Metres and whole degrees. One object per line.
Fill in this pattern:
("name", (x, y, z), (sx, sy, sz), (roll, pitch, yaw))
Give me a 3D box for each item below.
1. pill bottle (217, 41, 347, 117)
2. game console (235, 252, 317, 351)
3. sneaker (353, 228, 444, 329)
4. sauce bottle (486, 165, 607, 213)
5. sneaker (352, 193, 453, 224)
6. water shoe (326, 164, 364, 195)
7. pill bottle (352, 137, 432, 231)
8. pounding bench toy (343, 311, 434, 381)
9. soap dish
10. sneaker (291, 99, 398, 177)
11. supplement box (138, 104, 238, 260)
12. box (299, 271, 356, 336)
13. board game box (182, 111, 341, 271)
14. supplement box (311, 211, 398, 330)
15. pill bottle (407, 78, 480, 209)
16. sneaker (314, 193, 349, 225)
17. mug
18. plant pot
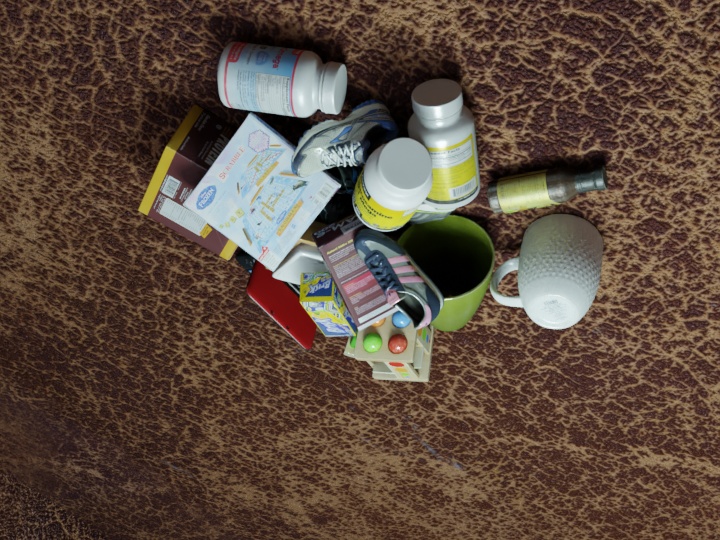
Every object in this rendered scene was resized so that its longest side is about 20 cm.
("pill bottle", (-0.128, -0.314, 1.395), (0.199, 0.109, 0.109), (9, 137, 11))
("game console", (-0.186, 0.065, 1.769), (0.200, 0.119, 0.172), (47, 153, -26))
("sneaker", (0.057, 0.015, 1.435), (0.200, 0.082, 0.070), (43, 132, -3))
("sauce bottle", (0.319, -0.141, 1.436), (0.199, 0.065, 0.065), (-7, 131, 29))
("sneaker", (0.081, -0.117, 1.519), (0.199, 0.074, 0.081), (5, 147, -12))
("water shoe", (-0.026, -0.162, 1.534), (0.200, 0.079, 0.071), (37, 136, -18))
("pill bottle", (0.054, -0.141, 1.364), (0.112, 0.113, 0.200), (22, 165, -3))
("pounding bench toy", (0.037, 0.146, 1.762), (0.199, 0.125, 0.156), (0, 156, 21))
("soap dish", (-0.062, -0.025, 1.619), (0.199, 0.082, 0.157), (14, 154, -25))
("sneaker", (-0.023, -0.210, 1.396), (0.085, 0.199, 0.077), (50, 168, 32))
("supplement box", (-0.280, -0.163, 1.590), (0.199, 0.133, 0.197), (29, 137, -10))
("box", (-0.060, 0.069, 1.653), (0.070, 0.065, 0.200), (-2, 157, 12))
("board game box", (-0.171, -0.136, 1.469), (0.199, 0.041, 0.200), (38, 102, -12))
("supplement box", (0.000, 0.000, 1.530), (0.108, 0.061, 0.201), (-27, 123, -5))
("pill bottle", (0.138, -0.211, 1.398), (0.111, 0.112, 0.201), (4, 135, 17))
("sneaker", (-0.071, -0.140, 1.579), (0.079, 0.076, 0.200), (4, 146, 30))
("mug", (0.330, 0.013, 1.509), (0.199, 0.176, 0.148), (-6, 132, 26))
("plant pot", (0.164, 0.029, 1.604), (0.186, 0.188, 0.200), (7, 147, 14))
